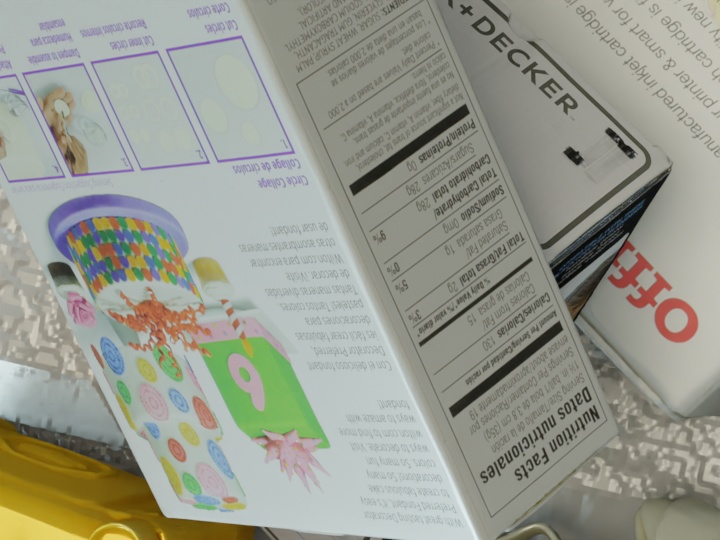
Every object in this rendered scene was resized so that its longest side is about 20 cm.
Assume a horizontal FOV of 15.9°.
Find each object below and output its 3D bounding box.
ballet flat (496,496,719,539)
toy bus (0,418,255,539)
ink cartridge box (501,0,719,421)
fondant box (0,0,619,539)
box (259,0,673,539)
[{"bbox_3d":[0.079,0.104,0.801,0.199,0.069,0.070,-18,83,15],"label":"ballet flat"},{"bbox_3d":[-0.098,0.154,0.807,0.191,0.136,0.202,13,92,17],"label":"toy bus"},{"bbox_3d":[0.122,-0.072,0.782,0.200,0.085,0.145,-45,77,9],"label":"ink cartridge box"},{"bbox_3d":[-0.034,-0.029,0.672,0.144,0.058,0.201,-2,117,52],"label":"fondant box"},{"bbox_3d":[0.000,0.000,0.762,0.117,0.200,0.060,45,55,12],"label":"box"}]
